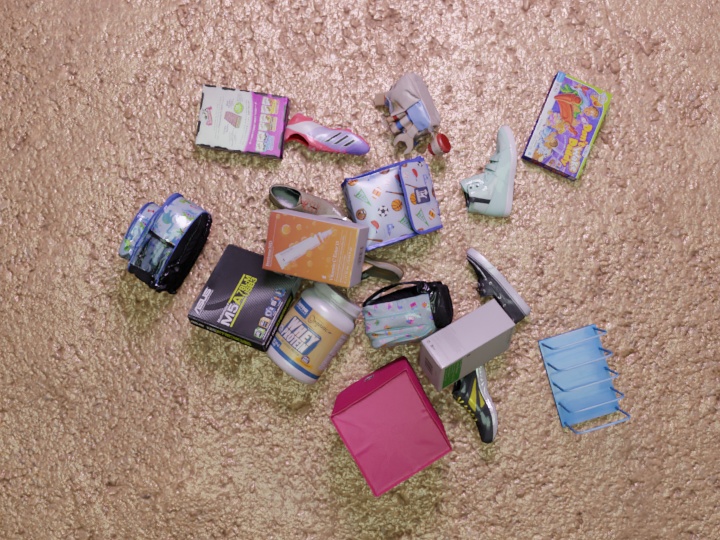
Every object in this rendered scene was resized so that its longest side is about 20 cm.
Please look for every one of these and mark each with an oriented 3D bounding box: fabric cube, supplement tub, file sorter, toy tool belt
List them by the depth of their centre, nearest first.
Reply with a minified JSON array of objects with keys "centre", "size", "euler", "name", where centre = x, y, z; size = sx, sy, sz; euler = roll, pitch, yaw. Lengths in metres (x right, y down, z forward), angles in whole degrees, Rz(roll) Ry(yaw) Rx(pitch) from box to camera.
[{"centre":[0.064,0.329,1.569],"size":[0.194,0.199,0.203],"euler":[-30,90,3],"name":"fabric cube"},{"centre":[0.495,0.240,1.594],"size":[0.136,0.123,0.204],"euler":[-16,91,2],"name":"file sorter"},{"centre":[-0.103,0.133,1.598],"size":[0.144,0.145,0.202],"euler":[36,91,1],"name":"supplement tub"},{"centre":[0.112,-0.329,1.614],"size":[0.122,0.124,0.203],"euler":[-26,86,33],"name":"toy tool belt"}]

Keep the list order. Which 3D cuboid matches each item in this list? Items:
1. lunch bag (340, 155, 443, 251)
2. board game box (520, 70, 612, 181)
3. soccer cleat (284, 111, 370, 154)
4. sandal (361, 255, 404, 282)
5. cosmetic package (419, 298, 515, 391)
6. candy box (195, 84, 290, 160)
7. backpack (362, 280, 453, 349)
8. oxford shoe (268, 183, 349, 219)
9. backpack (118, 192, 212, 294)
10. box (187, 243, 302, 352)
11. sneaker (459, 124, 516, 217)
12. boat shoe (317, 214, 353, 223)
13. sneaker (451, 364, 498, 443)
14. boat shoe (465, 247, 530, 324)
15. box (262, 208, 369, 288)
[{"centre":[0.074,-0.147,1.604],"size":[0.196,0.124,0.174],"euler":[-16,92,-9],"name":"lunch bag"},{"centre":[0.463,-0.323,1.626],"size":[0.132,0.045,0.204],"euler":[22,91,1],"name":"board game box"},{"centre":[-0.076,-0.290,1.627],"size":[0.196,0.067,0.078],"euler":[22,73,6],"name":"soccer cleat"},{"centre":[0.000,0.000,1.623],"size":[0.196,0.081,0.055],"euler":[15,68,-3],"name":"sandal"},{"centre":[0.229,0.161,1.569],"size":[0.197,0.109,0.085],"euler":[-27,57,-16],"name":"cosmetic package"},{"centre":[-0.265,-0.335,1.639],"size":[0.195,0.061,0.140],"euler":[9,91,1],"name":"candy box"},{"centre":[0.099,0.096,1.588],"size":[0.196,0.167,0.130],"euler":[-14,80,14],"name":"backpack"},{"centre":[-0.119,-0.139,1.629],"size":[0.196,0.075,0.072],"euler":[19,90,-1],"name":"oxford shoe"},{"centre":[-0.427,-0.070,1.587],"size":[0.145,0.183,0.202],"euler":[32,86,0],"name":"backpack"},{"centre":[-0.250,0.057,1.589],"size":[0.190,0.048,0.202],"euler":[20,62,12],"name":"box"},{"centre":[0.283,-0.224,1.615],"size":[0.115,0.074,0.206],"euler":[2,93,-5],"name":"sneaker"},{"centre":[-0.108,-0.078,1.614],"size":[0.195,0.072,0.069],"euler":[-5,58,16],"name":"boat shoe"},{"centre":[0.247,0.290,1.621],"size":[0.083,0.074,0.204],"euler":[-12,81,-15],"name":"sneaker"},{"centre":[0.297,0.041,1.628],"size":[0.066,0.070,0.200],"euler":[-42,97,0],"name":"boat shoe"},{"centre":[-0.093,-0.049,1.527],"size":[0.196,0.097,0.127],"euler":[12,99,13],"name":"box"}]
